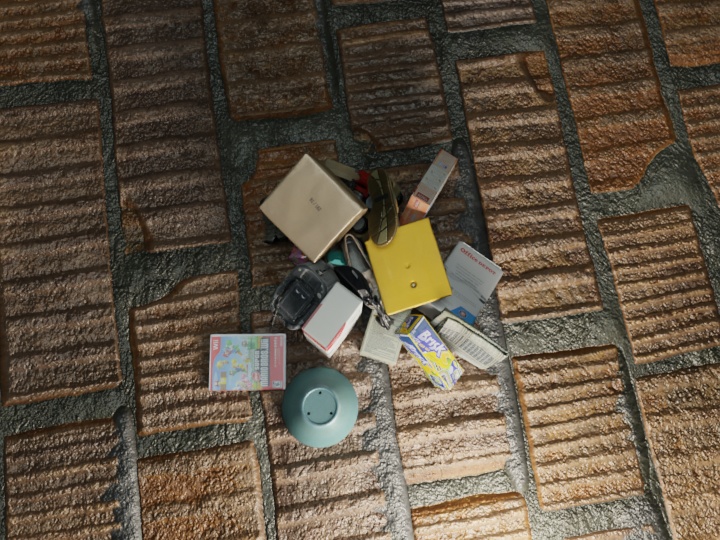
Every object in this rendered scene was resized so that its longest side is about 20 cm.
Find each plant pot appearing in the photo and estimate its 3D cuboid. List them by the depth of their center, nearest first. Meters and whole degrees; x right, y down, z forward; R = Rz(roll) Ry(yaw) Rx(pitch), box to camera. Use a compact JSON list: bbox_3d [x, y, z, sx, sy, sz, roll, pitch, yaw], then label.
[{"bbox_3d":[-0.101,0.337,1.593,0.196,0.135,0.204,1,78,-3],"label":"plant pot"}]

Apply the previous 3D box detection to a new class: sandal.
[{"bbox_3d":[0.060,-0.156,1.597,0.079,0.054,0.203,-15,68,26],"label":"sandal"}]

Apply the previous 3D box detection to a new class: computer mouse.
[{"bbox_3d":[0.017,0.060,1.568,0.046,0.141,0.200,-40,43,-10],"label":"computer mouse"}]

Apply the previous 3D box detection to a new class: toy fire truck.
[{"bbox_3d":[-0.017,-0.198,1.703,0.199,0.128,0.177,33,91,31],"label":"toy fire truck"}]

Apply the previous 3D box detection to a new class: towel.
[{"bbox_3d":[0.260,0.179,1.620,0.199,0.193,0.035,35,72,4],"label":"towel"}]

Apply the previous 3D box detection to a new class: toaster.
[{"bbox_3d":[-0.140,0.061,1.627,0.114,0.129,0.201,43,115,7],"label":"toaster"}]

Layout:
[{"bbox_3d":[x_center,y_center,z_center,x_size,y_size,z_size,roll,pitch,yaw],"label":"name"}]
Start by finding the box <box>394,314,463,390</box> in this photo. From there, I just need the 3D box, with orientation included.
[{"bbox_3d":[0.174,0.206,1.625,0.070,0.064,0.201,-47,111,-24],"label":"box"}]

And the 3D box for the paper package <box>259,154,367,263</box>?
[{"bbox_3d":[-0.114,-0.154,1.591,0.200,0.103,0.191,44,99,2],"label":"paper package"}]

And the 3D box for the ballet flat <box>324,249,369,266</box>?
[{"bbox_3d":[0.002,-0.015,1.708,0.197,0.067,0.069,15,71,-1],"label":"ballet flat"}]

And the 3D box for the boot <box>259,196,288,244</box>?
[{"bbox_3d":[-0.178,-0.151,1.690,0.198,0.067,0.133,-24,68,29],"label":"boot"}]

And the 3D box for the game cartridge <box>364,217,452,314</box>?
[{"bbox_3d":[0.117,-0.010,1.595,0.174,0.032,0.203,-17,80,1],"label":"game cartridge"}]

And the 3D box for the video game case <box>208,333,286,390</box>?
[{"bbox_3d":[-0.291,0.236,1.662,0.196,0.017,0.146,0,79,-3],"label":"video game case"}]

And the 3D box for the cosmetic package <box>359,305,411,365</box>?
[{"bbox_3d":[0.072,0.134,1.670,0.102,0.087,0.203,18,79,3],"label":"cosmetic package"}]

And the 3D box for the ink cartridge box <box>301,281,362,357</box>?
[{"bbox_3d":[-0.068,0.128,1.607,0.083,0.200,0.145,36,78,8],"label":"ink cartridge box"}]

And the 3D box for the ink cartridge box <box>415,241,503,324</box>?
[{"bbox_3d":[0.260,0.050,1.687,0.145,0.086,0.201,34,67,4],"label":"ink cartridge box"}]

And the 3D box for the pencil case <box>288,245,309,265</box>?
[{"bbox_3d":[-0.129,-0.110,1.715,0.086,0.088,0.203,13,77,-1],"label":"pencil case"}]

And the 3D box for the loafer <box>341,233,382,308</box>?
[{"bbox_3d":[0.000,0.000,1.630,0.071,0.063,0.202,-23,74,-1],"label":"loafer"}]

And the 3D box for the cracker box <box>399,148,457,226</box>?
[{"bbox_3d":[0.176,-0.206,1.692,0.057,0.134,0.201,30,54,3],"label":"cracker box"}]
